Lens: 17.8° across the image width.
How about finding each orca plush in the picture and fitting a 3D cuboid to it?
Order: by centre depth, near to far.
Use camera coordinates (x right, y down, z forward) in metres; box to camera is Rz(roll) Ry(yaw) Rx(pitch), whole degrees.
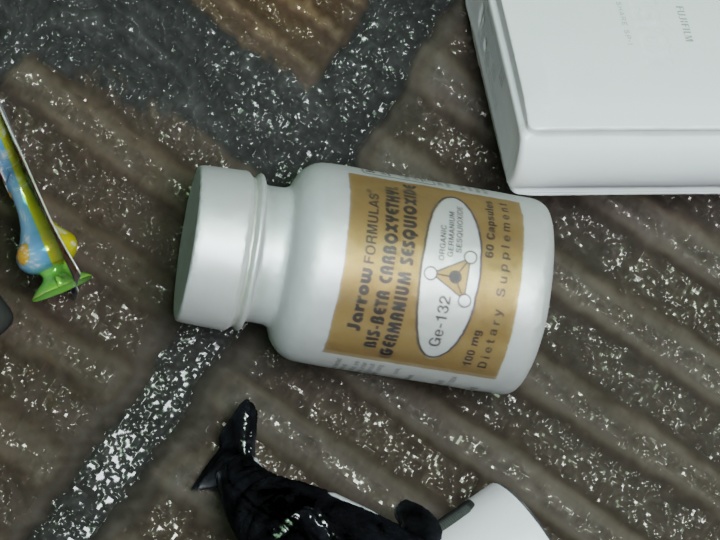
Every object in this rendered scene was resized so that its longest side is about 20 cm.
[{"bbox_3d":[-0.015,0.136,1.246,0.105,0.071,0.200,-31,54,-12],"label":"orca plush"}]

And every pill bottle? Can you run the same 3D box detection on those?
[{"bbox_3d":[0.000,0.000,1.298,0.199,0.114,0.115,9,79,-9],"label":"pill bottle"}]

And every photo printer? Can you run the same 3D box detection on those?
[{"bbox_3d":[0.172,-0.119,1.346,0.199,0.070,0.167,0,51,-11],"label":"photo printer"}]

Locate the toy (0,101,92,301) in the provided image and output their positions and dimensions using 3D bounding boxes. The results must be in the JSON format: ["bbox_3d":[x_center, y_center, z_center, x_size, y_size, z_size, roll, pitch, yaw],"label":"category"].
[{"bbox_3d":[-0.212,-0.073,1.268,0.047,0.115,0.200,-28,87,-10],"label":"toy"}]

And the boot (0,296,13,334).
[{"bbox_3d":[-0.299,0.026,1.262,0.199,0.072,0.145,-20,113,5],"label":"boot"}]

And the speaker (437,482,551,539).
[{"bbox_3d":[0.017,0.206,1.284,0.200,0.081,0.081,-33,88,-13],"label":"speaker"}]
